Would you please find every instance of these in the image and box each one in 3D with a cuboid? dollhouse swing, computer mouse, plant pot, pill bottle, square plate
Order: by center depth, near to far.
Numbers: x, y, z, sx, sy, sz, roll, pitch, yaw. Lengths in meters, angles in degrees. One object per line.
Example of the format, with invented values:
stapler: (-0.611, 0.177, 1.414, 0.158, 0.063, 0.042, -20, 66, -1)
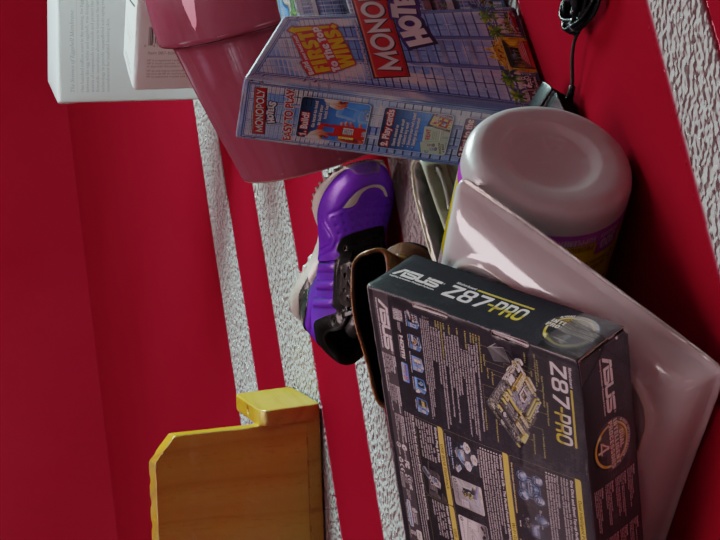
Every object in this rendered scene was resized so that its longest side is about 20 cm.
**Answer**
square plate: (0.108, 0.074, 1.284, 0.198, 0.028, 0.201, 38, 140, 27)
pill bottle: (0.098, 0.004, 1.357, 0.105, 0.104, 0.201, -107, 20, -43)
computer mouse: (0.122, -0.118, 1.381, 0.059, 0.034, 0.201, -111, 24, -53)
plant pot: (-0.061, -0.176, 1.811, 0.200, 0.199, 0.180, -150, 43, -73)
dollhouse swing: (-0.131, 0.229, 2.147, 0.182, 0.175, 0.201, -163, 70, -74)

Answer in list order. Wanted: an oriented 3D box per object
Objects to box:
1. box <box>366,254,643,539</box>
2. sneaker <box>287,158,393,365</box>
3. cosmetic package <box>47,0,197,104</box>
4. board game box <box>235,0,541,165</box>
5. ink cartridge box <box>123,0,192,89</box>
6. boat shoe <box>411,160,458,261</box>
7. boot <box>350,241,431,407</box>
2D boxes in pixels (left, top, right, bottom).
box: (0.085, 0.104, 1.267, 0.161, 0.049, 0.201, 20, 130, 43)
sneaker: (0.000, 0.000, 1.827, 0.100, 0.069, 0.201, 60, 150, 36)
cosmetic package: (-0.248, -0.297, 2.451, 0.123, 0.199, 0.200, -133, 43, -68)
board game box: (0.007, -0.152, 1.490, 0.062, 0.199, 0.201, 103, 158, -49)
ink cartridge box: (-0.162, -0.292, 2.226, 0.084, 0.144, 0.201, -114, 26, -55)
boat shoe: (0.077, 0.007, 1.522, 0.072, 0.062, 0.201, 112, 152, -58)
boot: (0.041, 0.073, 1.524, 0.200, 0.068, 0.189, -27, -66, -82)
